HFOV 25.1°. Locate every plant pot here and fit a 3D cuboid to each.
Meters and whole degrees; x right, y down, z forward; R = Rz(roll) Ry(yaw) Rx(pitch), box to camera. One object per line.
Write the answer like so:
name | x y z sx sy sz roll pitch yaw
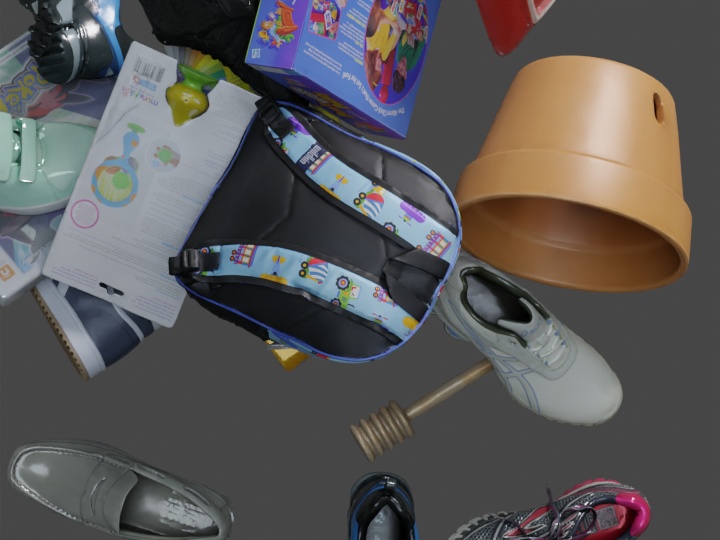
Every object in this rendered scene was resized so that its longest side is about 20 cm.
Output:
plant pot | 0.180 -0.083 1.326 0.198 0.200 0.142 13 73 -1

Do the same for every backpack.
backpack | -0.019 -0.015 1.255 0.198 0.135 0.184 25 79 17

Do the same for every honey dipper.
honey dipper | 0.083 0.098 1.390 0.199 0.038 0.038 -31 90 -6

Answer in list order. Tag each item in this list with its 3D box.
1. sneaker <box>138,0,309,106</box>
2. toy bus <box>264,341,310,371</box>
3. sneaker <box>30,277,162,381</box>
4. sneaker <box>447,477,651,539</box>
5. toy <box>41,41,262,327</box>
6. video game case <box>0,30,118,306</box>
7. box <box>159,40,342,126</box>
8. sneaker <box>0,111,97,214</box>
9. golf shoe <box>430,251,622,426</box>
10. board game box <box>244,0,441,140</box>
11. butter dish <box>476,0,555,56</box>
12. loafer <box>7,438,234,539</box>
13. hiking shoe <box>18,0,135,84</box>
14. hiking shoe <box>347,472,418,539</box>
sneaker | -0.116 -0.197 1.265 0.103 0.201 0.060 -1 52 24
toy bus | 0.000 0.000 1.365 0.199 0.078 0.065 -37 90 -2
sneaker | -0.236 -0.018 1.366 0.108 0.070 0.201 -29 81 -12
sneaker | 0.150 0.229 1.357 0.198 0.075 0.081 -27 89 -9
toy | -0.165 -0.070 1.298 0.114 0.047 0.202 23 104 -5
video game case | -0.273 -0.097 1.341 0.200 0.023 0.182 -38 79 -22
box | -0.091 -0.158 1.343 0.116 0.048 0.202 -21 116 1
sneaker | -0.287 -0.099 1.264 0.198 0.118 0.075 -5 67 -13
golf shoe | 0.139 0.061 1.334 0.199 0.097 0.079 36 81 -5
board game box | -0.008 -0.198 1.289 0.044 0.200 0.136 12 84 29
butter dish | 0.117 -0.316 1.339 0.147 0.200 0.201 33 79 25
loafer | -0.202 0.188 1.360 0.198 0.070 0.071 14 89 -1
hiking shoe | -0.245 -0.244 1.369 0.086 0.074 0.202 0 67 -36
hiking shoe | 0.014 0.273 1.348 0.073 0.087 0.203 -4 89 -1
